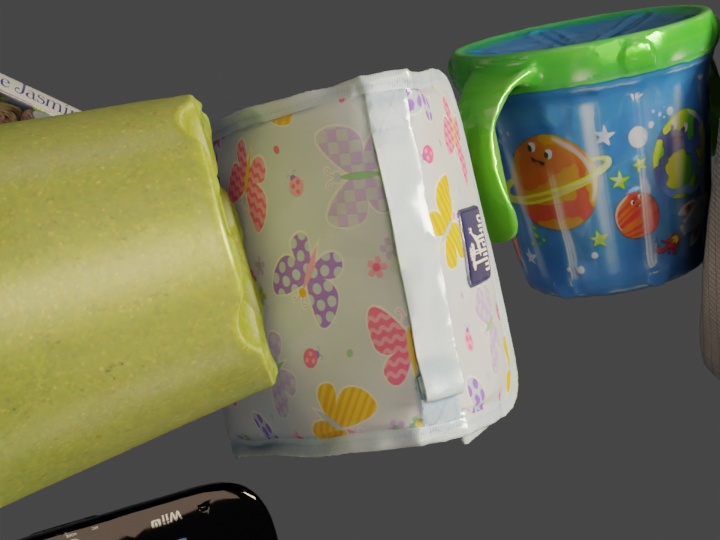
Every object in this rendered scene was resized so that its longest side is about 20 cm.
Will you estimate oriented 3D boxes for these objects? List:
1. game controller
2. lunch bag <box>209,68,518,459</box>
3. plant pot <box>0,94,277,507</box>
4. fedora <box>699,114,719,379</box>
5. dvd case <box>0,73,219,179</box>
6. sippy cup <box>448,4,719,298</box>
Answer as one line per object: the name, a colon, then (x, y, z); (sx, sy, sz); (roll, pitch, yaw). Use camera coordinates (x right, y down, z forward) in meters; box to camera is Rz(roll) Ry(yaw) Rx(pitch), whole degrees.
game controller: (-0.129, 0.171, 1.109); (0.199, 0.042, 0.105); (-16, 107, -20)
lunch bag: (0.000, 0.000, 1.089); (0.126, 0.200, 0.171); (-12, 89, -19)
plant pot: (-0.139, 0.011, 0.993); (0.183, 0.200, 0.201); (-17, 91, 0)
fedora: (0.226, -0.038, 1.168); (0.090, 0.177, 0.201); (5, 68, 14)
dvd case: (-0.185, -0.029, 1.079); (0.199, 0.018, 0.143); (25, 121, -15)
sippy cup: (0.122, -0.059, 1.177); (0.177, 0.140, 0.131); (-13, 101, -10)
